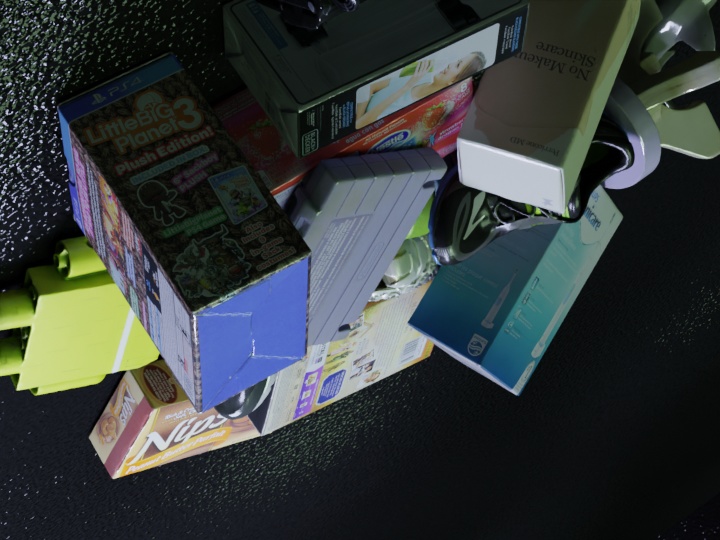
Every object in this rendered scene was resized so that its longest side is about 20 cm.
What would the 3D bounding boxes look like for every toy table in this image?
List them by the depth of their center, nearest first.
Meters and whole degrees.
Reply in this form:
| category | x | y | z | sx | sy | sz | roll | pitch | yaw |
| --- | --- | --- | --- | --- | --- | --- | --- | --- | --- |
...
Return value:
| category | x | y | z | sx | sy | sz | roll | pitch | yaw |
| --- | --- | --- | --- | --- | --- | --- | --- | --- | --- |
| toy table | 0.239 | -0.159 | 1.632 | 0.117 | 0.200 | 0.184 | -34 | 117 | -13 |

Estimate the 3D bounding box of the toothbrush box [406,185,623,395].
| category | x | y | z | sx | sy | sz | roll | pitch | yaw |
| --- | --- | --- | --- | --- | --- | --- | --- | --- | --- |
| toothbrush box | 0.145 | -0.002 | 1.675 | 0.201 | 0.085 | 0.146 | -59 | 156 | -1 |

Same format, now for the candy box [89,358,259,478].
| category | x | y | z | sx | sy | sz | roll | pitch | yaw |
| --- | --- | --- | --- | --- | --- | --- | --- | --- | --- |
| candy box | -0.152 | 0.127 | 1.774 | 0.199 | 0.055 | 0.116 | -12 | 147 | -40 |

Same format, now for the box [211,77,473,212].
| category | x | y | z | sx | sy | sz | roll | pitch | yaw |
| --- | --- | --- | --- | --- | --- | --- | --- | --- | --- |
| box | -0.015 | -0.115 | 1.457 | 0.199 | 0.096 | 0.100 | -30 | 155 | -11 |

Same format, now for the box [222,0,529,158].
| category | x | y | z | sx | sy | sz | roll | pitch | yaw |
| --- | --- | --- | --- | --- | --- | --- | --- | --- | --- |
| box | 0.011 | -0.179 | 1.353 | 0.199 | 0.117 | 0.060 | -26 | 152 | -17 |

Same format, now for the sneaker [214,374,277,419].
| category | x | y | z | sx | sy | sz | roll | pitch | yaw |
| --- | --- | --- | --- | --- | --- | --- | --- | --- | --- |
| sneaker | -0.117 | 0.037 | 1.525 | 0.085 | 0.074 | 0.201 | -30 | 129 | -52 |

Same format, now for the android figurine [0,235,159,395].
| category | x | y | z | sx | sy | sz | roll | pitch | yaw |
| --- | --- | --- | --- | --- | --- | --- | --- | --- | --- |
| android figurine | -0.223 | 0.037 | 1.518 | 0.199 | 0.041 | 0.182 | -13 | 143 | -29 |

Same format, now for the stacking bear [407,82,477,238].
| category | x | y | z | sx | sy | sz | roll | pitch | yaw |
| --- | --- | --- | --- | --- | --- | --- | --- | --- | --- |
| stacking bear | 0.013 | -0.075 | 1.561 | 0.199 | 0.114 | 0.122 | -21 | 155 | -17 |

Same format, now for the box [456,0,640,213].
| category | x | y | z | sx | sy | sz | roll | pitch | yaw |
| --- | --- | --- | --- | --- | --- | --- | --- | --- | --- |
| box | 0.154 | -0.157 | 1.482 | 0.078 | 0.095 | 0.201 | 78 | 31 | -63 |

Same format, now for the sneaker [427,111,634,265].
| category | x | y | z | sx | sy | sz | roll | pitch | yaw |
| --- | --- | --- | --- | --- | --- | --- | --- | --- | --- |
| sneaker | 0.140 | -0.068 | 1.512 | 0.199 | 0.083 | 0.071 | -31 | 129 | -14 |

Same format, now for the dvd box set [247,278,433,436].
| category | x | y | z | sx | sy | sz | roll | pitch | yaw |
| --- | --- | --- | --- | --- | --- | --- | --- | --- | --- |
| dvd box set | -0.006 | 0.065 | 1.689 | 0.199 | 0.029 | 0.147 | -24 | 151 | -28 |

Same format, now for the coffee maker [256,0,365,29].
| category | x | y | z | sx | sy | sz | roll | pitch | yaw |
| --- | --- | --- | --- | --- | --- | --- | --- | --- | --- |
| coffee maker | 0.028 | -0.241 | 1.169 | 0.199 | 0.192 | 0.135 | -30 | 139 | -15 |

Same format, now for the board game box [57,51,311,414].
| category | x | y | z | sx | sy | sz | roll | pitch | yaw |
| --- | --- | --- | --- | --- | --- | --- | --- | --- | --- |
| board game box | -0.129 | -0.026 | 1.346 | 0.097 | 0.200 | 0.160 | -27 | 156 | -18 |

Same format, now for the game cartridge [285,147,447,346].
| category | x | y | z | sx | sy | sz | roll | pitch | yaw |
| --- | --- | --- | --- | --- | --- | --- | --- | --- | --- |
| game cartridge | -0.024 | -0.014 | 1.462 | 0.129 | 0.038 | 0.200 | -5 | 138 | -41 |

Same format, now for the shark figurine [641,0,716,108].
| category | x | y | z | sx | sy | sz | roll | pitch | yaw |
| --- | --- | --- | --- | --- | --- | --- | --- | --- | --- |
| shark figurine | 0.298 | -0.215 | 1.692 | 0.128 | 0.090 | 0.215 | -17 | 149 | -31 |

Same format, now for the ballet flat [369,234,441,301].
| category | x | y | z | sx | sy | sz | roll | pitch | yaw |
| --- | --- | --- | --- | --- | --- | --- | --- | --- | --- |
| ballet flat | 0.000 | 0.000 | 1.595 | 0.199 | 0.072 | 0.072 | -12 | 149 | -24 |
